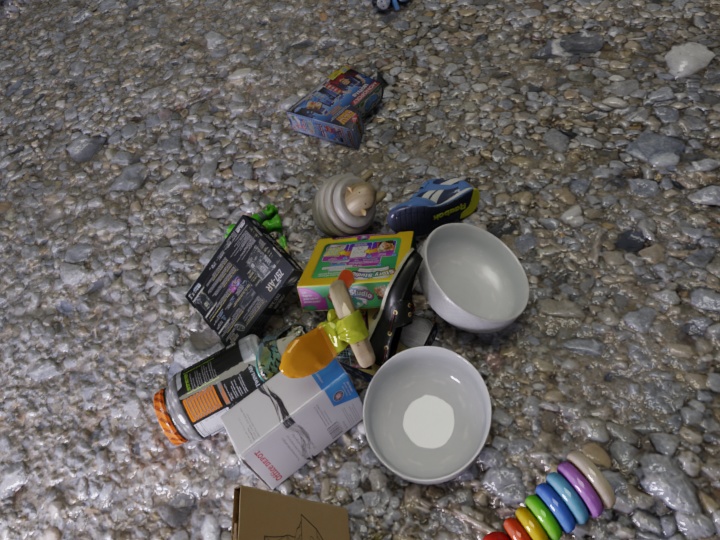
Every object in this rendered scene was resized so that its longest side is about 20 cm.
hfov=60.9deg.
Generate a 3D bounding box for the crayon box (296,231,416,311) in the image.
[{"bbox_3d":[0.000,0.000,1.129,0.194,0.060,0.174,-4,32,14],"label":"crayon box"}]

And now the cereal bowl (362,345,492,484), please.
[{"bbox_3d":[0.102,0.226,0.941,0.194,0.084,0.205,-4,62,7],"label":"cereal bowl"}]

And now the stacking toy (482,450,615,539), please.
[{"bbox_3d":[0.244,0.338,0.831,0.198,0.086,0.086,-36,52,-6],"label":"stacking toy"}]

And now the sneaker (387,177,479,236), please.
[{"bbox_3d":[0.135,-0.129,1.204,0.195,0.075,0.083,-18,47,-18],"label":"sneaker"}]

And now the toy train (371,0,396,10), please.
[{"bbox_3d":[0.067,-0.808,1.730,0.112,0.087,0.203,-26,53,8],"label":"toy train"}]

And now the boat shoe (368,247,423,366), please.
[{"bbox_3d":[0.061,0.063,0.994,0.062,0.073,0.206,26,108,14],"label":"boat shoe"}]

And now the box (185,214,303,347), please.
[{"bbox_3d":[-0.219,0.026,1.146,0.160,0.043,0.202,42,101,23],"label":"box"}]

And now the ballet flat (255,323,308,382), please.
[{"bbox_3d":[-0.124,0.130,1.034,0.072,0.076,0.200,-14,9,6],"label":"ballet flat"}]

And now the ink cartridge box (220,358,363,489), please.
[{"bbox_3d":[-0.101,0.230,0.968,0.198,0.146,0.084,-35,51,-12],"label":"ink cartridge box"}]

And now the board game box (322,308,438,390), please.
[{"bbox_3d":[0.021,0.123,1.082,0.196,0.035,0.137,18,61,27],"label":"board game box"}]

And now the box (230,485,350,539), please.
[{"bbox_3d":[-0.089,0.391,0.828,0.021,0.197,0.167,-36,42,34],"label":"box"}]

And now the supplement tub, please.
[{"bbox_3d":[-0.241,0.206,1.044,0.196,0.124,0.124,-26,51,-4],"label":"supplement tub"}]

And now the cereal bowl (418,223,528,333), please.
[{"bbox_3d":[0.182,0.023,1.043,0.195,0.084,0.204,13,48,-15],"label":"cereal bowl"}]

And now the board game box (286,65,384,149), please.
[{"bbox_3d":[-0.041,-0.379,1.455,0.200,0.062,0.199,-43,55,-16],"label":"board game box"}]

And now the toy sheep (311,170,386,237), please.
[{"bbox_3d":[-0.032,-0.128,1.225,0.199,0.137,0.140,-25,32,57],"label":"toy sheep"}]

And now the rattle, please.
[{"bbox_3d":[-0.054,0.083,0.953,0.142,0.130,0.201,-39,32,7],"label":"rattle"}]

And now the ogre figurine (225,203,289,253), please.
[{"bbox_3d":[-0.210,-0.056,1.245,0.117,0.099,0.204,-14,65,-8],"label":"ogre figurine"}]
